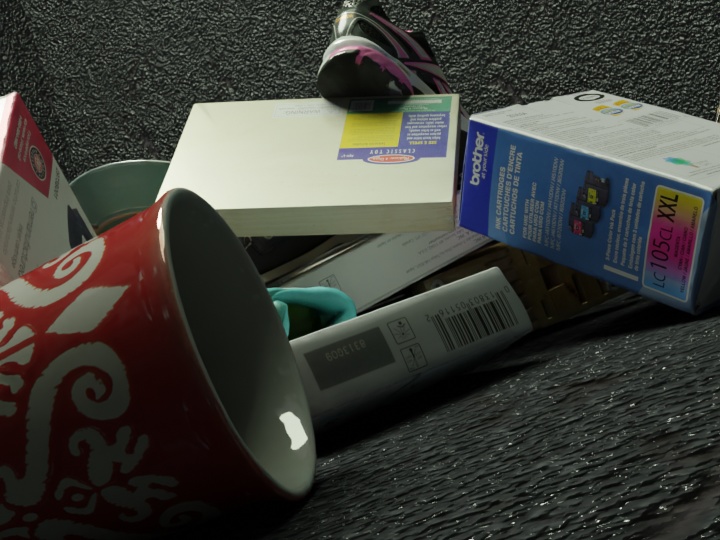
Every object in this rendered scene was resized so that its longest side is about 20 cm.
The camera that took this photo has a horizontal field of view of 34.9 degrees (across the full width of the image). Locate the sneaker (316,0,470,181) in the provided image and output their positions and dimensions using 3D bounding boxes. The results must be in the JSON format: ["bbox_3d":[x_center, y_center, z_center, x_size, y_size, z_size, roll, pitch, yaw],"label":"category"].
[{"bbox_3d":[0.044,-0.140,0.882,0.080,0.087,0.200,-11,-31,27],"label":"sneaker"}]

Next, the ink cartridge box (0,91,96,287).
[{"bbox_3d":[-0.194,0.026,0.657,0.084,0.201,0.145,-17,39,5],"label":"ink cartridge box"}]

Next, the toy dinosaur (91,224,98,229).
[{"bbox_3d":[-0.220,0.028,0.842,0.085,0.136,0.200,-21,-7,-17],"label":"toy dinosaur"}]

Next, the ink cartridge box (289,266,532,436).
[{"bbox_3d":[-0.012,0.078,0.692,0.159,0.048,0.200,-19,-17,-34],"label":"ink cartridge box"}]

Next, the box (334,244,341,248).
[{"bbox_3d":[-0.117,0.017,1.071,0.196,0.118,0.200,-18,-43,30],"label":"box"}]

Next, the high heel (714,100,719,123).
[{"bbox_3d":[0.256,-0.077,0.832,0.199,0.144,0.071,-18,0,-41],"label":"high heel"}]

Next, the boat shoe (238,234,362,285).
[{"bbox_3d":[-0.056,-0.031,0.830,0.199,0.063,0.073,-28,2,-4],"label":"boat shoe"}]

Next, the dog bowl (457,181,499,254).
[{"bbox_3d":[0.111,-0.014,1.014,0.198,0.074,0.200,-6,-17,-2],"label":"dog bowl"}]

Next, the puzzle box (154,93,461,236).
[{"bbox_3d":[-0.031,-0.073,0.781,0.198,0.026,0.134,-1,39,9],"label":"puzzle box"}]

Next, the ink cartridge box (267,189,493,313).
[{"bbox_3d":[0.000,0.000,0.839,0.199,0.045,0.176,-28,2,-4],"label":"ink cartridge box"}]

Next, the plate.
[{"bbox_3d":[-0.149,-0.012,0.916,0.198,0.026,0.201,6,-36,4],"label":"plate"}]

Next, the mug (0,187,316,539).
[{"bbox_3d":[-0.127,0.082,0.492,0.199,0.178,0.134,-23,35,9],"label":"mug"}]

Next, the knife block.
[{"bbox_3d":[0.087,0.020,0.868,0.199,0.064,0.176,-23,2,-6],"label":"knife block"}]

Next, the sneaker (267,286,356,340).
[{"bbox_3d":[-0.081,0.037,0.652,0.079,0.078,0.199,-26,-9,37],"label":"sneaker"}]

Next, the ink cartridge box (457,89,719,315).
[{"bbox_3d":[0.153,-0.054,0.693,0.136,0.077,0.199,-17,32,-42],"label":"ink cartridge box"}]
